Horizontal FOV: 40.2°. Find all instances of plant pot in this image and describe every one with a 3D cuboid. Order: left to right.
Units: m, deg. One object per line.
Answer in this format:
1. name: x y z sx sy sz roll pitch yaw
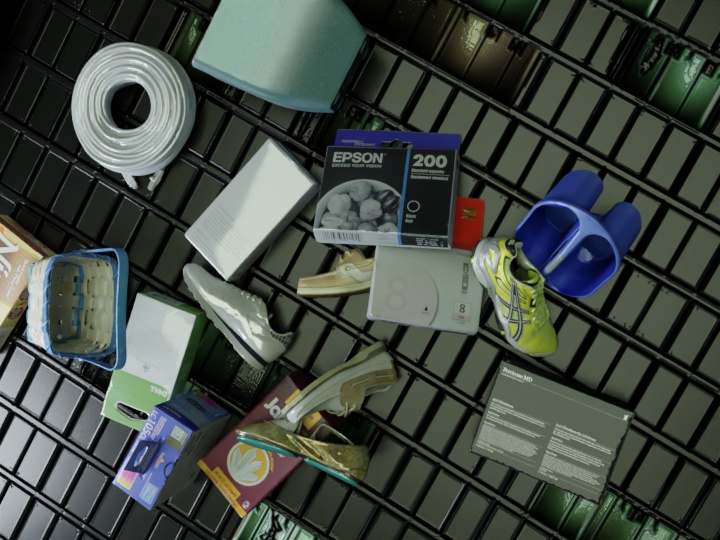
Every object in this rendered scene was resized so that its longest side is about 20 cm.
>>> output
1. plant pot: -0.097 -0.326 1.416 0.198 0.196 0.198 29 96 0

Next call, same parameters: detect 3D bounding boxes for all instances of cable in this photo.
1. cable: -0.353 -0.250 1.519 0.199 0.069 0.201 40 98 7

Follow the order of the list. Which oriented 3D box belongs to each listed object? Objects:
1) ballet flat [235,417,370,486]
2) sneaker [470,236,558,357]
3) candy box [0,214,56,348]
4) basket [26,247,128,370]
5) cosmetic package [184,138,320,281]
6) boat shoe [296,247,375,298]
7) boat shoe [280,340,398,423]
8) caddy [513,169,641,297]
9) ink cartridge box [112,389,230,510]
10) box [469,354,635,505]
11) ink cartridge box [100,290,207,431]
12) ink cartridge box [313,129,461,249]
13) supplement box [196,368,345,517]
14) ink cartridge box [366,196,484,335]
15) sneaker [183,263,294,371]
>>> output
1. ballet flat: -0.079 0.245 1.405 0.197 0.071 0.072 19 95 8
2. sneaker: 0.229 0.042 1.390 0.075 0.076 0.201 -47 112 -32
3. candy box: -0.589 0.025 1.577 0.115 0.055 0.201 35 97 8
4. basket: -0.416 0.050 1.490 0.198 0.138 0.180 7 94 45
5. cosmetic package: -0.162 -0.090 1.489 0.102 0.074 0.200 45 97 6
6. boat shoe: 0.000 0.000 1.465 0.196 0.074 0.068 -8 85 -1
7. boat shoe: -0.023 0.173 1.422 0.199 0.075 0.069 -29 82 -33
8. caddy: 0.290 -0.042 1.347 0.141 0.200 0.105 39 65 6
9. ink cartridge box: -0.281 0.264 1.454 0.076 0.200 0.138 31 96 8
10. box: 0.274 0.226 1.415 0.197 0.079 0.143 21 98 9
11. ink cartridge box: -0.320 0.143 1.530 0.102 0.059 0.203 20 95 9
12. ink cartridge box: 0.042 -0.130 1.419 0.194 0.044 0.203 3 61 10
13. supplement box: -0.133 0.259 1.485 0.200 0.086 0.111 -44 84 8
14. ink cartridge box: 0.099 -0.018 1.414 0.160 0.057 0.204 9 84 -6
15. sneaker: -0.190 0.057 1.504 0.080 0.076 0.200 -42 92 1
